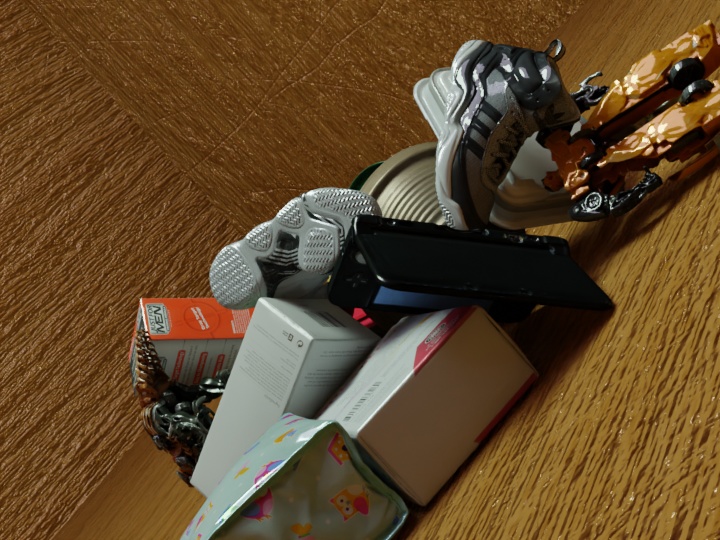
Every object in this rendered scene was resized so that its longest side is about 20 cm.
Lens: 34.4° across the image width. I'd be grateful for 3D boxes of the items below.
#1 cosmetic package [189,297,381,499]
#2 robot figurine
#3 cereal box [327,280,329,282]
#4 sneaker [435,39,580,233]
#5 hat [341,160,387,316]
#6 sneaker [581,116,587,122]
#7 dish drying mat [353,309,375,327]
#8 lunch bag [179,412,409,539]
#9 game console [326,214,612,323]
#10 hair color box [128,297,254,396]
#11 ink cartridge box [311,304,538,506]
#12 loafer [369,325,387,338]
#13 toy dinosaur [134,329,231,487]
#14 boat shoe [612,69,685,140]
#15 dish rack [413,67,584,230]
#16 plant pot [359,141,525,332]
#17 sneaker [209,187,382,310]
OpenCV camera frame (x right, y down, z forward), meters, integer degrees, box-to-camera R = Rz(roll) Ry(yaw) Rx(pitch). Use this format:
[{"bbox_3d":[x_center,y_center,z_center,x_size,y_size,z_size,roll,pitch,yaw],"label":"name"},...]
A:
[{"bbox_3d":[-0.071,0.135,1.109,0.107,0.084,0.202,5,-67,-52],"label":"cosmetic package"},{"bbox_3d":[0.252,-0.125,1.042,0.199,0.058,0.147,-34,51,22],"label":"robot figurine"},{"bbox_3d":[0.073,-0.022,1.387,0.198,0.040,0.144,-5,-19,-34],"label":"cereal box"},{"bbox_3d":[0.134,-0.121,1.040,0.112,0.075,0.203,-3,67,29],"label":"sneaker"},{"bbox_3d":[0.000,0.000,1.191,0.165,0.202,0.175,-31,-7,40],"label":"hat"},{"bbox_3d":[0.207,-0.119,1.433,0.200,0.082,0.074,-43,6,19],"label":"sneaker"},{"bbox_3d":[0.053,0.015,1.310,0.199,0.018,0.077,-28,29,37],"label":"dish drying mat"},{"bbox_3d":[-0.077,0.220,0.930,0.200,0.122,0.170,-44,7,-16],"label":"lunch bag"},{"bbox_3d":[0.084,0.025,0.988,0.177,0.197,0.118,114,158,-51],"label":"game console"},{"bbox_3d":[-0.149,0.083,1.286,0.102,0.197,0.062,113,148,-43],"label":"hair color box"},{"bbox_3d":[0.045,0.112,0.992,0.148,0.086,0.200,-47,5,-13],"label":"ink cartridge box"},{"bbox_3d":[0.084,0.040,1.351,0.199,0.073,0.063,-31,-6,36],"label":"loafer"},{"bbox_3d":[-0.188,0.155,1.222,0.134,0.200,0.103,-4,54,32],"label":"toy dinosaur"},{"bbox_3d":[0.287,-0.153,1.239,0.063,0.073,0.200,-56,1,-35],"label":"boat shoe"},{"bbox_3d":[0.160,-0.136,1.148,0.169,0.202,0.044,-8,-33,-29],"label":"dish rack"},{"bbox_3d":[0.089,-0.020,1.141,0.201,0.201,0.092,-45,25,-9],"label":"plant pot"},{"bbox_3d":[-0.042,-0.020,1.110,0.198,0.076,0.114,-26,-15,31],"label":"sneaker"}]
